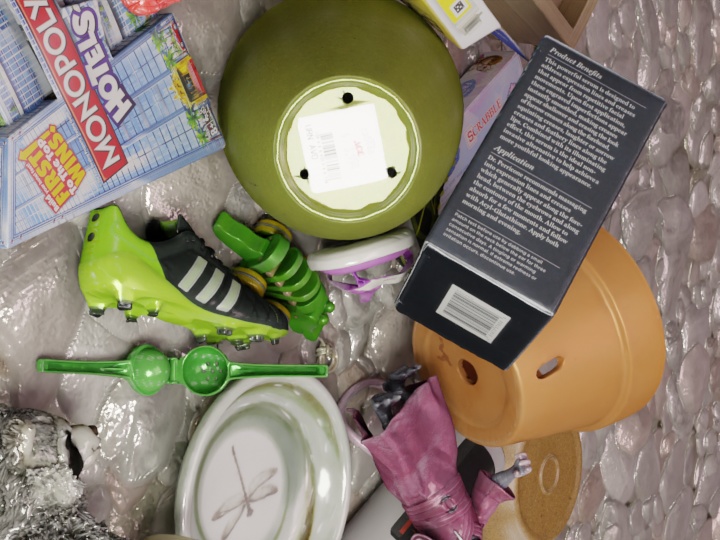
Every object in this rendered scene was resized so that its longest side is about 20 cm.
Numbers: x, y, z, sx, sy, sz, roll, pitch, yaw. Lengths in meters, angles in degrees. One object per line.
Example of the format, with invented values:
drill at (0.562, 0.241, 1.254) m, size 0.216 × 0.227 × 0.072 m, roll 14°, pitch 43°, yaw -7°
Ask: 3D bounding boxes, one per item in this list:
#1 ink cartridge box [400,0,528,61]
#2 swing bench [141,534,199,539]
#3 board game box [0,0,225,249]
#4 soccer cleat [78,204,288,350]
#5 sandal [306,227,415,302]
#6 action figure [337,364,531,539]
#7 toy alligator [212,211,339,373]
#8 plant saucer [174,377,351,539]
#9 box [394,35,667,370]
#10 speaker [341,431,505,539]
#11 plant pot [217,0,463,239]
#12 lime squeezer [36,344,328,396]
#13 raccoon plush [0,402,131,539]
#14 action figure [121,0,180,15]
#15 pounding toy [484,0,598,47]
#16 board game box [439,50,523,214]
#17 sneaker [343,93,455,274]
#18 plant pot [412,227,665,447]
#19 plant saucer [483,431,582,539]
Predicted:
ink cartridge box at (0.020, -0.247, 1.044) m, size 0.047 × 0.198 × 0.200 m, roll -43°, pitch 135°, yaw 1°
swing bench at (-0.149, 0.312, 0.916) m, size 0.199 × 0.130 × 0.200 m, roll -53°, pitch 127°, yaw -35°
board game box at (-0.196, -0.113, 0.863) m, size 0.200 × 0.062 × 0.200 m, roll -49°, pitch 130°, yaw -40°
soccer cleat at (-0.118, 0.007, 0.980) m, size 0.200 × 0.067 × 0.081 m, roll 23°, pitch 63°, yaw -52°
sandal at (0.007, -0.002, 1.064) m, size 0.203 × 0.082 × 0.050 m, roll -42°, pitch 115°, yaw -86°
action figure at (0.053, 0.188, 1.124) m, size 0.134 × 0.149 × 0.200 m, roll -30°, pitch 99°, yaw -36°
toy alligator at (-0.047, 0.022, 1.081) m, size 0.200 × 0.054 × 0.059 m, roll 55°, pitch 52°, yaw -41°
plant saucer at (-0.084, 0.170, 1.050) m, size 0.200 × 0.050 × 0.200 m, roll -8°, pitch 100°, yaw -54°
box at (0.126, -0.048, 1.043) m, size 0.200 × 0.107 × 0.148 m, roll -59°, pitch 176°, yaw -21°
speaker at (0.047, 0.216, 1.207) m, size 0.200 × 0.081 × 0.081 m, roll -42°, pitch 126°, yaw -42°
plant pot at (-0.012, -0.095, 0.939) m, size 0.200 × 0.187 × 0.187 m, roll -98°, pitch -179°, yaw -76°
lime squeezer at (-0.129, 0.073, 0.962) m, size 0.200 × 0.071 × 0.038 m, roll 3°, pitch 100°, yaw -18°
raccoon plush at (-0.225, 0.176, 0.833) m, size 0.200 × 0.097 × 0.134 m, roll -53°, pitch 124°, yaw -36°
action figure at (-0.101, -0.220, 0.884) m, size 0.065 × 0.099 × 0.200 m, roll 60°, pitch 30°, yaw -15°
pounding toy at (0.156, -0.331, 1.281) m, size 0.184 × 0.142 × 0.200 m, roll 39°, pitch 73°, yaw -47°
board game box at (0.115, -0.074, 1.303) m, size 0.200 × 0.041 × 0.200 m, roll -48°, pitch 130°, yaw -39°
sneaker at (0.048, -0.077, 1.148) m, size 0.085 × 0.074 × 0.200 m, roll -23°, pitch 115°, yaw -8°
plant pot at (0.140, 0.063, 1.175) m, size 0.140 × 0.200 × 0.200 m, roll -25°, pitch 114°, yaw -32°
plant saucer at (0.183, 0.210, 1.427) m, size 0.200 × 0.035 × 0.200 m, roll -7°, pitch 99°, yaw -53°
